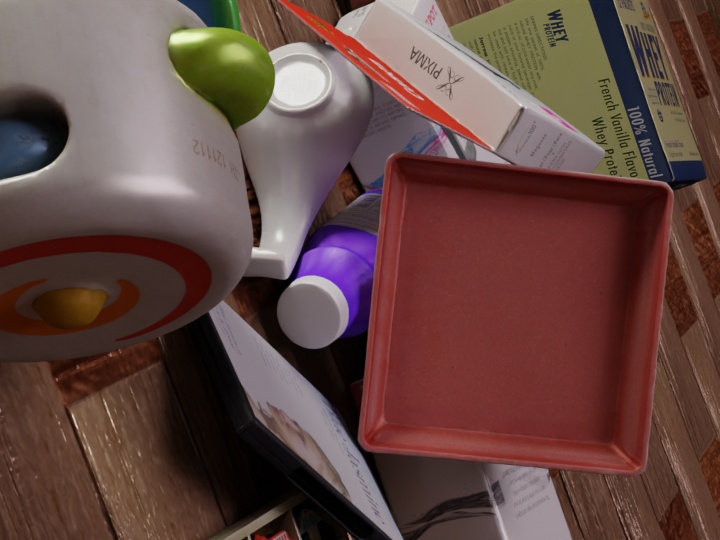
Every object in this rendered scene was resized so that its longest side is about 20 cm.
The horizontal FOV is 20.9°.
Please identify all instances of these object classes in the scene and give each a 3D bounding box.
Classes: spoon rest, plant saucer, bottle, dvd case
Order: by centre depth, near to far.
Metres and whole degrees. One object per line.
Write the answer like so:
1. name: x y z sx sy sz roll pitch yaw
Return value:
1. dvd case: -0.041 0.095 1.212 0.200 0.018 0.143 47 10 -45
2. plant saucer: 0.103 0.030 1.321 0.037 0.199 0.201 -175 -89 -84
3. spoon rest: -0.049 -0.074 1.330 0.061 0.099 0.201 79 20 -55
4. bottle: 0.000 0.000 1.368 0.200 0.083 0.066 -43 149 -63

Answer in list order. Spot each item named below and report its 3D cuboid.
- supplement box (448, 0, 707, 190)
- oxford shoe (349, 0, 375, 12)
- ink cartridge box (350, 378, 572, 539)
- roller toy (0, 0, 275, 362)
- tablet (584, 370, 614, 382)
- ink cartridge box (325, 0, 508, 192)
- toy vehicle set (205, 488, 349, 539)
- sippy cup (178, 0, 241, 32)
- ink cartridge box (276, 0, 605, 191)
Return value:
1. supplement box: 0.174 -0.140 1.748 0.134 0.199 0.201 -9 80 -68
2. oxford shoe: 0.022 -0.237 1.647 0.201 0.070 0.074 63 19 -19
3. ink cartridge box: 0.081 0.157 1.427 0.146 0.084 0.201 -9 78 -68
4. roller toy: -0.146 -0.037 0.922 0.181 0.200 0.141 2 65 -29
5. tablet: 0.098 0.045 1.430 0.130 0.199 0.014 -21 123 -74
6. ink cartridge box: 0.049 -0.109 1.579 0.201 0.085 0.148 63 23 -21
7. toy vehicle set: -0.046 0.206 1.158 0.125 0.026 0.200 70 21 0
8. sippy cup: -0.130 -0.153 1.144 0.130 0.139 0.179 -79 -177 -70
9. ink cartridge box: 0.053 -0.138 1.365 0.173 0.044 0.200 25 13 -42
